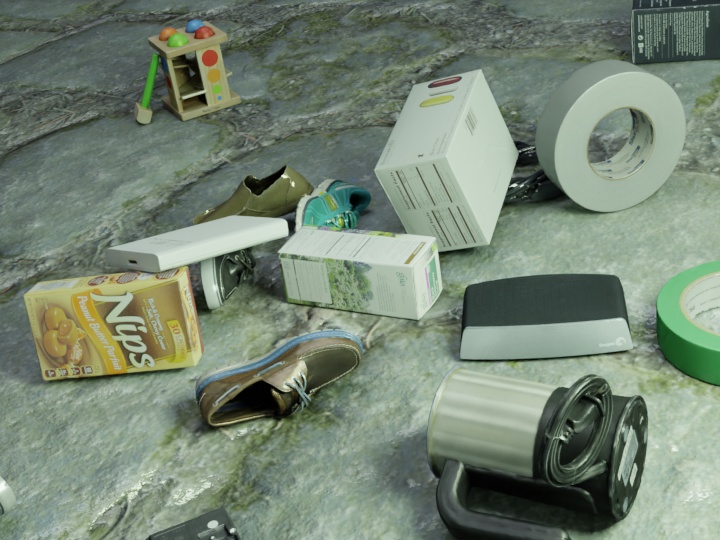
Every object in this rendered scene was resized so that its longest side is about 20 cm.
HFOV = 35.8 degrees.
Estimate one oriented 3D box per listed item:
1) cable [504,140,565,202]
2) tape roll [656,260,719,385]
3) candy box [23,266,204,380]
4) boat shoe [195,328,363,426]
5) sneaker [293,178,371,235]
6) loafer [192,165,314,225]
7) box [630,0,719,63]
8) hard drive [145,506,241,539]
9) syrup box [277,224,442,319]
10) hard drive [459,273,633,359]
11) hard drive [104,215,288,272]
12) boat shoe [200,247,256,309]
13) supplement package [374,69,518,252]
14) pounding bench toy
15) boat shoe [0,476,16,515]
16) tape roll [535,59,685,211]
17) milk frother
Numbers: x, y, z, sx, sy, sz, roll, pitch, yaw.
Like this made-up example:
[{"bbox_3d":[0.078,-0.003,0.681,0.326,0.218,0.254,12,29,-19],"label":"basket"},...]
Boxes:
[{"bbox_3d":[0.228,-0.149,1.664,0.199,0.051,0.163,-17,32,-9],"label":"cable"},{"bbox_3d":[0.435,0.056,1.250,0.199,0.048,0.201,-7,30,4],"label":"tape roll"},{"bbox_3d":[-0.304,0.066,1.379,0.199,0.116,0.055,-6,18,8],"label":"candy box"},{"bbox_3d":[-0.087,0.131,1.264,0.199,0.072,0.072,-21,35,0],"label":"boat shoe"},{"bbox_3d":[-0.044,-0.077,1.604,0.079,0.078,0.200,11,34,17],"label":"sneaker"},{"bbox_3d":[-0.168,-0.104,1.662,0.199,0.068,0.076,-22,27,9],"label":"loafer"},{"bbox_3d":[0.598,-0.456,2.033,0.199,0.105,0.148,0,31,17],"label":"box"},{"bbox_3d":[-0.154,0.306,1.001,0.139,0.038,0.200,-19,30,-16],"label":"hard drive"},{"bbox_3d":[0.000,0.000,1.446,0.199,0.079,0.081,6,33,26],"label":"syrup box"},{"bbox_3d":[0.217,0.052,1.326,0.199,0.042,0.135,-4,30,10],"label":"hard drive"},{"bbox_3d":[-0.212,-0.037,1.447,0.199,0.026,0.132,-18,16,-40],"label":"hard drive"},{"bbox_3d":[-0.176,-0.011,1.539,0.066,0.070,0.200,-9,22,4],"label":"boat shoe"},{"bbox_3d":[0.123,-0.150,1.537,0.110,0.156,0.200,-9,39,30],"label":"supplement package"},{"bbox_3d":[-0.356,-0.383,2.143,0.199,0.157,0.124,-21,32,-19],"label":"pounding bench toy"},{"bbox_3d":[-0.452,0.237,1.182,0.199,0.072,0.066,7,38,29],"label":"boat shoe"},{"bbox_3d":[0.346,-0.185,1.541,0.199,0.201,0.066,-16,28,-11],"label":"tape roll"},{"bbox_3d":[0.150,0.145,1.029,0.187,0.201,0.181,7,37,28],"label":"milk frother"}]
